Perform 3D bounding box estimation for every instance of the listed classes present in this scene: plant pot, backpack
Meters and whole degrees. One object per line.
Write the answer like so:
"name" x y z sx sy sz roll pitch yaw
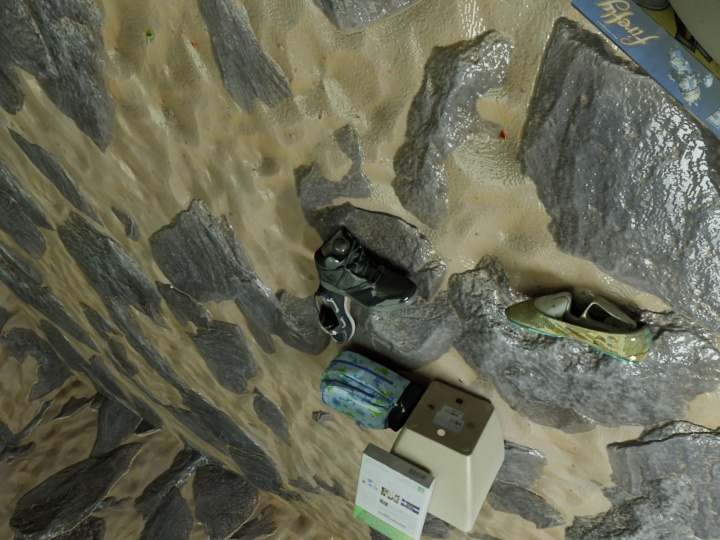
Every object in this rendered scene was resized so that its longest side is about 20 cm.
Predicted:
"plant pot" 0.170 0.340 1.207 0.199 0.200 0.178 20 132 23
"backpack" 0.013 0.253 1.293 0.200 0.154 0.163 41 156 18

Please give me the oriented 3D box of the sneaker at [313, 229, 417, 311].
"sneaker" 0.000 0.000 1.037 0.199 0.076 0.115 21 150 31

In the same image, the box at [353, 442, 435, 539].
"box" 0.061 0.443 1.197 0.144 0.036 0.201 23 126 22

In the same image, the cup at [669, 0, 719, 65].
"cup" 0.274 -0.249 0.407 0.143 0.199 0.201 53 156 29

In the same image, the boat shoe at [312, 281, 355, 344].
"boat shoe" -0.055 0.089 1.209 0.074 0.060 0.201 23 144 18

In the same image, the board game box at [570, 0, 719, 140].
"board game box" 0.275 -0.191 0.499 0.200 0.136 0.035 40 147 -4

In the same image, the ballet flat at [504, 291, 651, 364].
"ballet flat" 0.303 0.066 0.859 0.199 0.071 0.071 19 143 26
